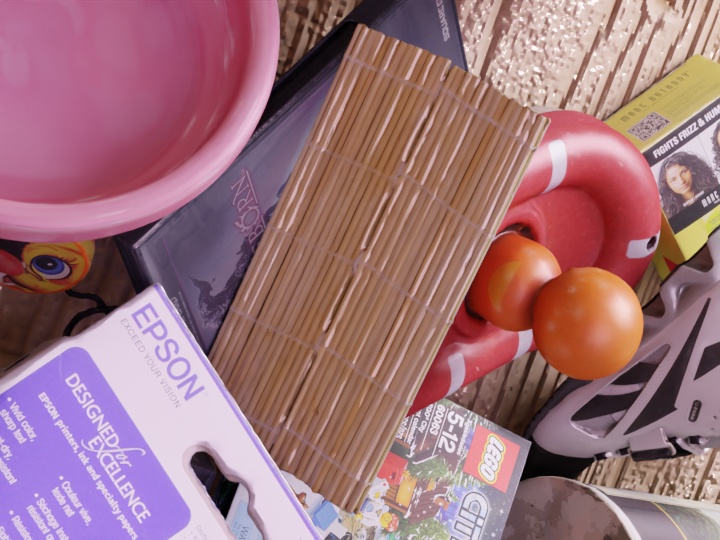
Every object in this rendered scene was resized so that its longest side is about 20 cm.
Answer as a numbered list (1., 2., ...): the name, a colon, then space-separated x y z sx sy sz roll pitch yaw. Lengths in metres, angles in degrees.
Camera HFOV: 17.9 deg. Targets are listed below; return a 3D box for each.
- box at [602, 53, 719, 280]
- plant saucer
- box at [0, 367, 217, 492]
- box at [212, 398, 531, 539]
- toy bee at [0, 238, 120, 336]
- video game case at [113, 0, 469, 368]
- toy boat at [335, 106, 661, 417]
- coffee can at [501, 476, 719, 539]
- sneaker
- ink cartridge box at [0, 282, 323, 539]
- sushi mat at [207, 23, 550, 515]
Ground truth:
1. box: 0.195 -0.009 1.198 0.075 0.050 0.201 -34 121 -10
2. plant saucer: -0.135 -0.099 0.953 0.199 0.202 0.051 -13 160 -20
3. box: -0.189 0.125 1.073 0.199 0.048 0.159 21 101 -31
4. box: -0.010 0.145 1.095 0.136 0.038 0.201 27 65 -15
5. toy bee: -0.155 -0.031 0.992 0.199 0.108 0.132 9 62 -40
6. video game case: -0.021 -0.035 1.046 0.200 0.019 0.143 -45 147 -21
7. toy boat: 0.078 0.007 1.075 0.199 0.130 0.131 -25 134 -42
8. coffee can: 0.158 0.190 1.184 0.199 0.146 0.147 12 105 -41
9. sneaker: 0.153 0.068 1.150 0.074 0.089 0.200 -27 162 -53
10. ink cartridge box: -0.120 0.137 0.988 0.199 0.043 0.199 -33 102 -6
11. sushi mat: 0.000 0.000 1.000 0.201 0.095 0.012 -64 163 13
